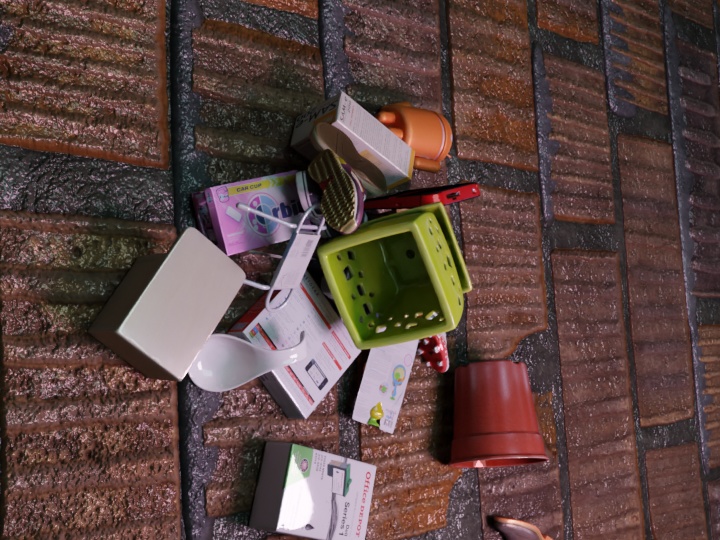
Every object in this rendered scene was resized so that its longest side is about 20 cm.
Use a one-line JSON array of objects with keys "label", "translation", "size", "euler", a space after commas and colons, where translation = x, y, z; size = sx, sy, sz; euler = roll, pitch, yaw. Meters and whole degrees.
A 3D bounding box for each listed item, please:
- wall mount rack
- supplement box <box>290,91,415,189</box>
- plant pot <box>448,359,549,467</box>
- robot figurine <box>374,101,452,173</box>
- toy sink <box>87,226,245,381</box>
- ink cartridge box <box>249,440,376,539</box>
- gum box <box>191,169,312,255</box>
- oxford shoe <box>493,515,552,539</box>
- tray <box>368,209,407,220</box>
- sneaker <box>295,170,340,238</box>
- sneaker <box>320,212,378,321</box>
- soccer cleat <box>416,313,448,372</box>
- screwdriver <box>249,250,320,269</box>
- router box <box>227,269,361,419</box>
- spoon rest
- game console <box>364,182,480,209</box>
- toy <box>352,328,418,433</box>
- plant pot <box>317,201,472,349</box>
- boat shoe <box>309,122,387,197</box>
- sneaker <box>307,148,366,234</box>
[{"label": "wall mount rack", "translation": [-0.143, -0.033, 1.456], "size": [0.174, 0.074, 0.200], "euler": [3, 116, -56]}, {"label": "supplement box", "translation": [-0.012, -0.225, 1.656], "size": [0.200, 0.126, 0.074], "euler": [34, 51, -35]}, {"label": "plant pot", "translation": [0.269, 0.289, 1.814], "size": [0.200, 0.200, 0.196], "euler": [13, 67, -41]}, {"label": "robot figurine", "translation": [0.100, -0.266, 1.779], "size": [0.200, 0.144, 0.117], "euler": [0, 110, -43]}, {"label": "toy sink", "translation": [-0.293, 0.049, 1.372], "size": [0.130, 0.112, 0.200], "euler": [43, 62, -30]}, {"label": "ink cartridge box", "translation": [-0.077, 0.383, 1.539], "size": [0.200, 0.084, 0.147], "euler": [23, 69, -38]}, {"label": "gum box", "translation": [-0.186, -0.095, 1.522], "size": [0.200, 0.066, 0.114], "euler": [-18, 97, -43]}, {"label": "oxford shoe", "translation": [0.345, 0.578, 1.912], "size": [0.200, 0.071, 0.073], "euler": [38, 65, -33]}, {"label": "tray", "translation": [0.072, -0.015, 1.724], "size": [0.037, 0.099, 0.201], "euler": [-13, 92, -32]}, {"label": "sneaker", "translation": [-0.055, -0.122, 1.575], "size": [0.200, 0.079, 0.079], "euler": [56, 23, -67]}, {"label": "sneaker", "translation": [-0.002, 0.001, 1.678], "size": [0.146, 0.077, 0.203], "euler": [47, 45, -39]}, {"label": "soccer cleat", "translation": [0.143, 0.105, 1.798], "size": [0.085, 0.069, 0.201], "euler": [-27, 98, -37]}, {"label": "screwdriver", "translation": [-0.130, -0.026, 1.558], "size": [0.200, 0.028, 0.029], "euler": [19, 72, -57]}, {"label": "router box", "translation": [-0.110, 0.126, 1.571], "size": [0.180, 0.049, 0.200], "euler": [-48, 115, -36]}, {"label": "spoon rest", "translation": [-0.180, 0.139, 1.450], "size": [0.199, 0.061, 0.100], "euler": [-10, 108, -12]}, {"label": "game console", "translation": [0.115, -0.137, 1.711], "size": [0.200, 0.176, 0.031], "euler": [-18, 101, -54]}, {"label": "toy", "translation": [0.038, 0.195, 1.700], "size": [0.115, 0.047, 0.201], "euler": [28, 69, -40]}, {"label": "plant pot", "translation": [0.072, -0.002, 1.556], "size": [0.181, 0.198, 0.201], "euler": [-44, 116, -57]}, {"label": "boat shoe", "translation": [-0.032, -0.185, 1.585], "size": [0.200, 0.065, 0.072], "euler": [36, 41, -44]}, {"label": "sneaker", "translation": [-0.019, -0.117, 1.454], "size": [0.090, 0.075, 0.200], "euler": [37, 23, -37]}]
